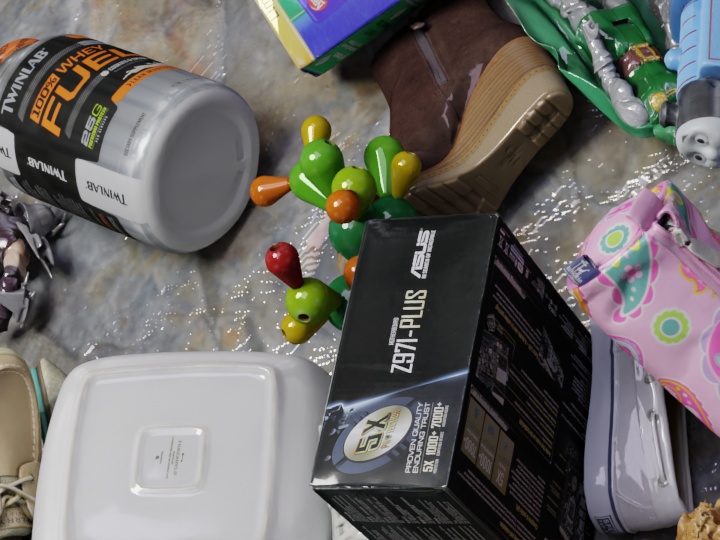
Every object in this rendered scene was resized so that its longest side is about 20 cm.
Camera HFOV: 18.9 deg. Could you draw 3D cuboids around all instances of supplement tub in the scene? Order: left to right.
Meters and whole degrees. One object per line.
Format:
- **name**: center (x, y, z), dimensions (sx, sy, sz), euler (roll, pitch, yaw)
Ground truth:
- **supplement tub**: center (-0.178, -0.095, 1.526), dimensions (0.199, 0.123, 0.123), euler (20, 74, 37)

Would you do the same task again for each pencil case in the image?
- **pencil case**: center (0.204, 0.039, 1.182), dimensions (0.087, 0.200, 0.087), euler (-46, 7, 7)

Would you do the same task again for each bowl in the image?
- **bowl**: center (-0.111, 0.134, 1.345), dimensions (0.198, 0.075, 0.201), euler (-1, 60, 9)

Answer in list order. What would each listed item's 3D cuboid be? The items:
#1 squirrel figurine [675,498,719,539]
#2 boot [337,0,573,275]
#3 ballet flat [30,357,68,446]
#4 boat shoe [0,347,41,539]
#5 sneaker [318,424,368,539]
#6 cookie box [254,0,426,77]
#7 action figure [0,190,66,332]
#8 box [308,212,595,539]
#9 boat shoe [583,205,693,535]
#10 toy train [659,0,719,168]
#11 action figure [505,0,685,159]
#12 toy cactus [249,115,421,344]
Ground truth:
- **squirrel figurine**: center (0.169, 0.222, 1.152), dimensions (0.186, 0.142, 0.200), euler (19, 59, 47)
- **boot**: center (0.042, -0.092, 1.447), dimensions (0.200, 0.072, 0.167), euler (-42, 38, 4)
- **ballet flat**: center (-0.176, 0.144, 1.434), dimensions (0.062, 0.068, 0.201), euler (-10, 57, -9)
- **boat shoe**: center (-0.232, 0.151, 1.395), dimensions (0.065, 0.072, 0.202), euler (22, 108, 52)
- **sneaker**: center (0.000, 0.145, 1.293), dimensions (0.074, 0.100, 0.201), euler (-15, 55, 31)
- **cookie box**: center (0.000, -0.258, 1.479), dimensions (0.199, 0.075, 0.172), euler (-35, 83, 10)
- **action figure**: center (-0.298, 0.008, 1.564), dimensions (0.199, 0.070, 0.130), euler (-33, 33, -15)
- **box**: center (0.065, 0.087, 1.226), dimensions (0.086, 0.200, 0.165), euler (-2, 62, 28)
- **boat shoe**: center (0.181, 0.053, 1.261), dimensions (0.085, 0.075, 0.203), euler (-7, 62, 27)
- **toy train**: center (0.242, -0.137, 1.314), dimensions (0.113, 0.087, 0.201), euler (4, 59, 8)
- **action figure**: center (0.167, -0.146, 1.386), dimensions (0.117, 0.055, 0.201), euler (-17, 56, -24)
- **toy cactus**: center (0.000, 0.000, 1.292), dimensions (0.102, 0.166, 0.200), euler (-25, 19, 17)
